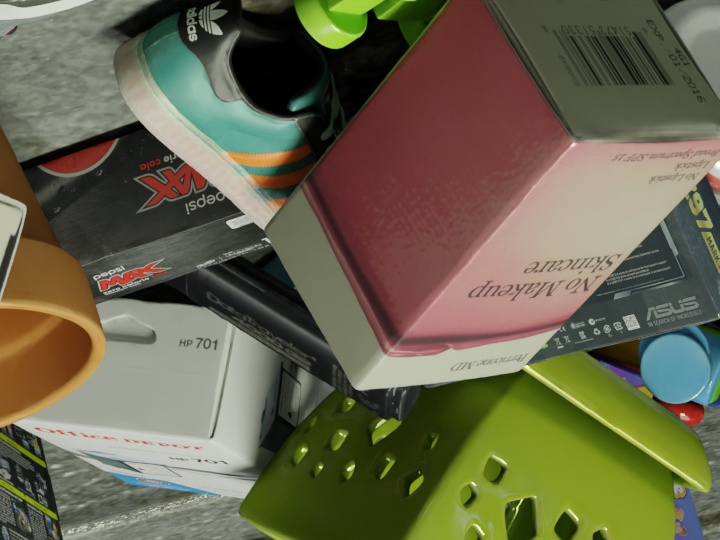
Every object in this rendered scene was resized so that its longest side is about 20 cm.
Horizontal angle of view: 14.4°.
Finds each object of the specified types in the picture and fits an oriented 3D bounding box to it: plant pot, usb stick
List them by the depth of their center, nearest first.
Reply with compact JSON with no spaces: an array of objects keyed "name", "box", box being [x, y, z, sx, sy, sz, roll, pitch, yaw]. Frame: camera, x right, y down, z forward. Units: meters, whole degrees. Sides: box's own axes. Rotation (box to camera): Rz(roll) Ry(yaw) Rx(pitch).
[{"name":"plant pot","box":[-0.242,-0.004,1.461,0.200,0.140,0.200,-13,160,-5]},{"name":"usb stick","box":[-0.054,0.021,1.623,0.033,0.200,0.055,-52,165,-23]},{"name":"plant pot","box":[0.079,0.131,1.712,0.199,0.182,0.200,34,170,-28]}]

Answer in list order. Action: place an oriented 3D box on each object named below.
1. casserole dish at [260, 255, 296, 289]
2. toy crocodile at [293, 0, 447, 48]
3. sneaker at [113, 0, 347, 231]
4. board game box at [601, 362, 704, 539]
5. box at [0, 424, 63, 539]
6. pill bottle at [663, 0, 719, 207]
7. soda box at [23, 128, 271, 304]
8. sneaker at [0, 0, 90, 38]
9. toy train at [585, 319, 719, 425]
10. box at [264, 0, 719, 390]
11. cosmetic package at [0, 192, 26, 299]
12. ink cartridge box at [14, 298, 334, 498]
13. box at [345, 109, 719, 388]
[{"name":"casserole dish","box":[0.000,0.000,1.780,0.121,0.039,0.200,4,152,-39]},{"name":"toy crocodile","box":[0.027,-0.146,1.399,0.067,0.062,0.200,-30,159,35]},{"name":"sneaker","box":[-0.035,-0.073,1.476,0.080,0.071,0.200,-26,141,27]},{"name":"board game box","box":[0.168,0.148,2.044,0.045,0.200,0.134,1,155,-37]},{"name":"box","box":[-0.242,0.128,1.777,0.044,0.160,0.200,-19,160,8]},{"name":"pill bottle","box":[0.156,-0.060,1.617,0.116,0.116,0.200,0,156,-34]},{"name":"soda box","box":[-0.139,-0.027,1.567,0.200,0.071,0.063,-18,160,11]},{"name":"sneaker","box":[-0.194,-0.111,1.289,0.200,0.084,0.121,-7,155,2]},{"name":"toy train","box":[0.134,0.028,1.750,0.200,0.085,0.116,23,-173,12]},{"name":"box","box":[0.068,-0.044,1.420,0.128,0.109,0.200,-5,146,-43]},{"name":"cosmetic package","box":[-0.264,-0.012,1.307,0.200,0.104,0.087,16,177,33]},{"name":"ink cartridge box","box":[-0.114,0.083,1.790,0.146,0.086,0.200,5,167,21]},{"name":"box","box":[0.090,-0.031,1.547,0.200,0.158,0.051,-16,-162,35]}]
